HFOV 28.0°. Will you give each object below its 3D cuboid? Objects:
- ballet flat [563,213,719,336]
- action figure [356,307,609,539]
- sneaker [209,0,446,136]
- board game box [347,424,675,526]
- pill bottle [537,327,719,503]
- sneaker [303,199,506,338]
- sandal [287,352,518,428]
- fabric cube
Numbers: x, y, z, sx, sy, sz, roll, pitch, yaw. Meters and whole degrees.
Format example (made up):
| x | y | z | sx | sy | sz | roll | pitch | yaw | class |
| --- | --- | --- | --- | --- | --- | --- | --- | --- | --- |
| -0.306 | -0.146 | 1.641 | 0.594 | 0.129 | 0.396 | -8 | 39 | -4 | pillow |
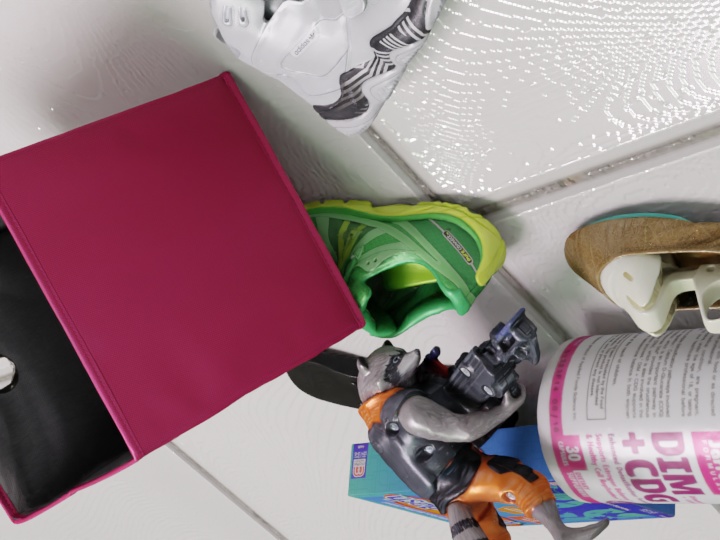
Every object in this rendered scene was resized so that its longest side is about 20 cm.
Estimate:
| x | y | z | sx | sy | sz | roll | pitch | yaw | class |
| --- | --- | --- | --- | --- | --- | --- | --- | --- | --- |
| 0.206 | 0.007 | 0.864 | 0.199 | 0.072 | 0.068 | 2 | 138 | 31 | ballet flat |
| 0.067 | 0.116 | 0.930 | 0.194 | 0.104 | 0.200 | 48 | 150 | 21 | action figure |
| -0.015 | -0.157 | 0.792 | 0.115 | 0.075 | 0.200 | 27 | 149 | -6 | sneaker |
| 0.113 | 0.159 | 1.093 | 0.200 | 0.045 | 0.152 | -12 | 155 | 43 | board game box |
| 0.225 | 0.092 | 0.925 | 0.199 | 0.114 | 0.113 | -7 | 133 | 38 | pill bottle |
| 0.000 | 0.000 | 0.976 | 0.199 | 0.084 | 0.074 | -5 | 135 | 38 | sneaker |
| 0.027 | 0.107 | 1.130 | 0.199 | 0.045 | 0.075 | 9 | 141 | 24 | sandal |
| -0.160 | 0.018 | 0.947 | 0.200 | 0.199 | 0.197 | -30 | 90 | 50 | fabric cube |
